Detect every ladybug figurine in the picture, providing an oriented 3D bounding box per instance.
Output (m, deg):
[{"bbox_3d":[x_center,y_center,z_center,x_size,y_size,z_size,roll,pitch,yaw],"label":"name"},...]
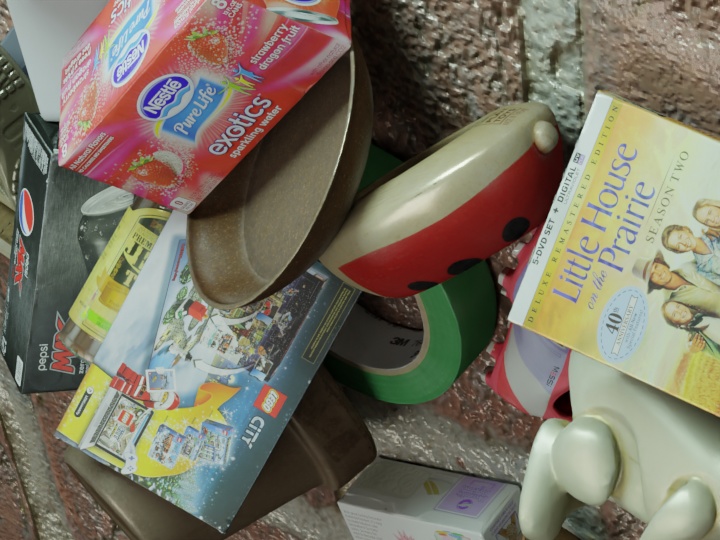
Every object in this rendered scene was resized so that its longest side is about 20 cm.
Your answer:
[{"bbox_3d":[0.054,-0.038,1.425,0.200,0.136,0.072,-28,96,48],"label":"ladybug figurine"}]

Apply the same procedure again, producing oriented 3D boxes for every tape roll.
[{"bbox_3d":[0.000,0.000,1.605,0.200,0.048,0.201,27,142,23],"label":"tape roll"}]

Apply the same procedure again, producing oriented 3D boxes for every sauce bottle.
[{"bbox_3d":[-0.137,-0.024,1.612,0.064,0.201,0.065,28,-171,-5],"label":"sauce bottle"}]

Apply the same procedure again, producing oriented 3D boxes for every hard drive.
[{"bbox_3d":[-0.135,-0.156,1.545,0.199,0.025,0.133,3,128,22],"label":"hard drive"}]

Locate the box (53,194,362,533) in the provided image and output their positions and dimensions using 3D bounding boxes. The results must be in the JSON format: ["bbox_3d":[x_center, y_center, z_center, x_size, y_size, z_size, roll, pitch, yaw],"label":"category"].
[{"bbox_3d":[-0.101,0.057,1.567,0.136,0.038,0.201,30,105,-1],"label":"box"}]

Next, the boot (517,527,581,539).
[{"bbox_3d":[0.200,0.235,1.643,0.200,0.074,0.076,40,127,0],"label":"boot"}]

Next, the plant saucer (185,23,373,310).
[{"bbox_3d":[-0.045,-0.067,1.445,0.036,0.202,0.200,20,156,-28],"label":"plant saucer"}]

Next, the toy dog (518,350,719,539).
[{"bbox_3d":[0.226,0.110,1.434,0.199,0.139,0.195,17,101,37],"label":"toy dog"}]

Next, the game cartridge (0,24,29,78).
[{"bbox_3d":[-0.185,-0.144,1.659,0.133,0.041,0.200,50,146,-2],"label":"game cartridge"}]

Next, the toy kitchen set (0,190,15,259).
[{"bbox_3d":[-0.303,-0.099,1.717,0.180,0.200,0.164,34,110,15],"label":"toy kitchen set"}]

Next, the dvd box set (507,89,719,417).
[{"bbox_3d":[0.199,0.001,1.321,0.199,0.029,0.147,25,99,18],"label":"dvd box set"}]

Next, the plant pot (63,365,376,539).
[{"bbox_3d":[-0.113,0.119,1.684,0.200,0.175,0.200,45,168,12],"label":"plant pot"}]

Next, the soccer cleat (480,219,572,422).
[{"bbox_3d":[0.128,0.029,1.491,0.076,0.067,0.201,28,146,13],"label":"soccer cleat"}]

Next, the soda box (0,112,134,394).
[{"bbox_3d":[-0.208,-0.012,1.662,0.063,0.070,0.201,-125,39,-50],"label":"soda box"}]

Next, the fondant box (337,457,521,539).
[{"bbox_3d":[0.082,0.244,1.770,0.144,0.058,0.201,7,132,42],"label":"fondant box"}]

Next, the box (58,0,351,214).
[{"bbox_3d":[-0.099,-0.135,1.441,0.099,0.096,0.200,20,139,-28],"label":"box"}]

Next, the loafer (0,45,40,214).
[{"bbox_3d":[-0.242,-0.099,1.678,0.201,0.075,0.068,61,176,-34],"label":"loafer"}]
